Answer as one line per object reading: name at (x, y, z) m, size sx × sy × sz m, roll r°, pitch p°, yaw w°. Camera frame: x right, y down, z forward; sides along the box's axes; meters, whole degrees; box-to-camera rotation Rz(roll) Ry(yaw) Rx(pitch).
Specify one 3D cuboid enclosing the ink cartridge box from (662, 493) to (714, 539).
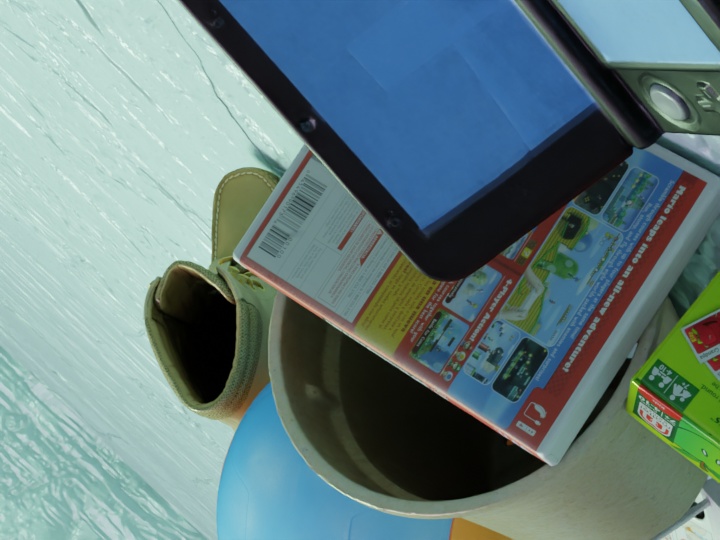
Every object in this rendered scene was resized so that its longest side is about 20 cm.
ink cartridge box at (0.218, 0.183, 1.422) m, size 0.160 × 0.047 × 0.201 m, roll 28°, pitch 144°, yaw 44°

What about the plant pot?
plant pot at (0.085, 0.051, 1.100) m, size 0.200 × 0.201 × 0.183 m, roll 30°, pitch 174°, yaw 37°

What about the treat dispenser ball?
treat dispenser ball at (0.018, 0.135, 1.276) m, size 0.200 × 0.201 × 0.201 m, roll 38°, pitch 166°, yaw 12°

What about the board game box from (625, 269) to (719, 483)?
board game box at (0.219, 0.074, 0.936) m, size 0.199 × 0.102 × 0.048 m, roll 38°, pitch 167°, yaw 15°

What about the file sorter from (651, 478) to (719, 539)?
file sorter at (0.213, 0.244, 1.229) m, size 0.200 × 0.124 × 0.139 m, roll 51°, pitch 168°, yaw 45°

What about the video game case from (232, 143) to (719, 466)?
video game case at (0.050, -0.020, 1.023) m, size 0.199 × 0.144 × 0.017 m, roll 32°, pitch 176°, yaw 35°

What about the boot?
boot at (-0.078, 0.010, 1.380) m, size 0.072 × 0.202 × 0.155 m, roll -12°, pitch 159°, yaw 17°

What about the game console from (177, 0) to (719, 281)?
game console at (0.046, -0.092, 0.869) m, size 0.200 × 0.119 × 0.172 m, roll 47°, pitch 165°, yaw -23°
